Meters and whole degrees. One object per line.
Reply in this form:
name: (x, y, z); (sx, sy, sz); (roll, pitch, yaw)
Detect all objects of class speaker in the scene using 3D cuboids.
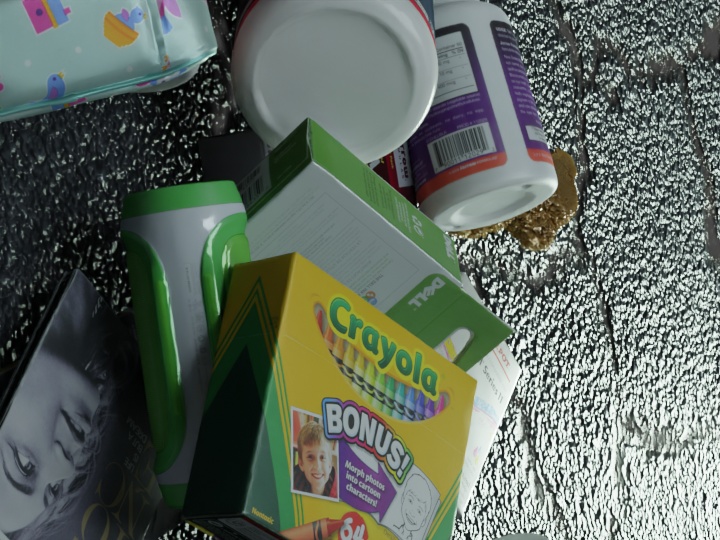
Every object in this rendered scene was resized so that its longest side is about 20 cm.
speaker: (-0.102, 0.047, 1.472); (0.088, 0.088, 0.202); (-7, 88, -57)

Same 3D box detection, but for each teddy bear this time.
teddy bear: (0.101, -0.090, 1.929); (0.199, 0.066, 0.146); (7, 69, -50)

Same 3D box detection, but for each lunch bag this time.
lunch bag: (-0.196, -0.136, 1.342); (0.199, 0.160, 0.078); (-15, 103, -20)

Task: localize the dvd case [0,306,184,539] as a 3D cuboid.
dvd case: (-0.180, 0.120, 1.484); (0.200, 0.016, 0.150); (-28, 107, -56)

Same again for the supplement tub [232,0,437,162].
supplement tub: (-0.017, -0.175, 1.616); (0.200, 0.139, 0.141); (-91, 157, -60)

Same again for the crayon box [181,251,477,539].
crayon box: (-0.014, 0.111, 1.456); (0.200, 0.058, 0.174); (36, 56, -42)

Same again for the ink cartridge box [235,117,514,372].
ink cartridge box: (0.000, 0.000, 1.564); (0.200, 0.104, 0.059); (39, 23, -26)

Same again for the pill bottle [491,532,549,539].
pill bottle: (0.145, 0.320, 1.860); (0.113, 0.112, 0.201); (-44, 121, -51)

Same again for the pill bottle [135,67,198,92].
pill bottle: (-0.153, -0.227, 1.507); (0.109, 0.109, 0.202); (23, 65, -53)

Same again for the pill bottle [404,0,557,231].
pill bottle: (0.076, -0.142, 1.805); (0.111, 0.111, 0.201); (7, 64, -56)

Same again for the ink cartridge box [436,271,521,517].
ink cartridge box: (0.061, 0.084, 1.817); (0.117, 0.067, 0.201); (58, 40, -33)

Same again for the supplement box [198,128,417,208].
supplement box: (-0.033, -0.055, 1.705); (0.200, 0.061, 0.110); (-12, 94, -58)

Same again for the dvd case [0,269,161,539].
dvd case: (-0.178, 0.123, 1.443); (0.149, 0.016, 0.201); (55, 42, -36)
